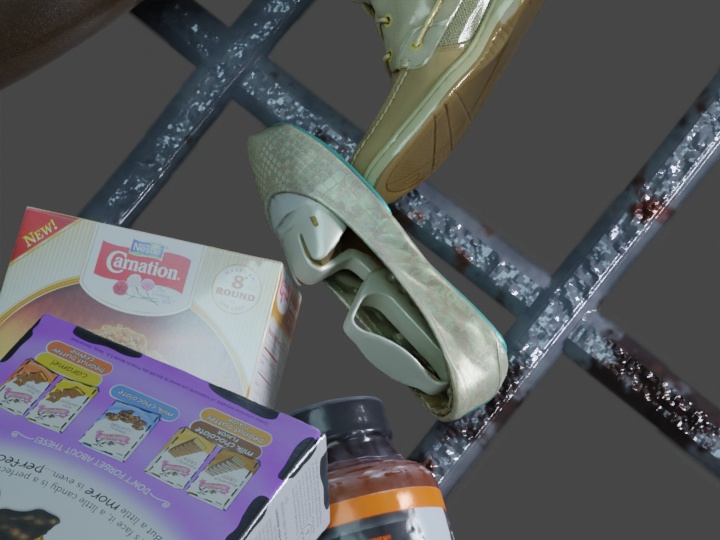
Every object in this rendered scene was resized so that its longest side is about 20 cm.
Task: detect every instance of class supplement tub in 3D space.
[{"bbox_3d":[0.004,0.170,0.854,0.106,0.107,0.202,-16,73,1],"label":"supplement tub"}]

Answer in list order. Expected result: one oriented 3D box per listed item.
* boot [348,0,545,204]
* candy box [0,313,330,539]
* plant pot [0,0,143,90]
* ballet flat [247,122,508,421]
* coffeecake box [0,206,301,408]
[{"bbox_3d":[0.010,-0.151,0.959,0.154,0.073,0.201,30,78,12],"label":"boot"},{"bbox_3d":[-0.135,0.133,0.763,0.166,0.072,0.200,21,49,23],"label":"candy box"},{"bbox_3d":[-0.202,-0.195,0.955,0.200,0.187,0.187,-45,74,8],"label":"plant pot"},{"bbox_3d":[0.000,0.000,0.906,0.200,0.068,0.062,44,51,6],"label":"ballet flat"},{"bbox_3d":[-0.132,0.083,0.910,0.152,0.073,0.202,12,76,10],"label":"coffeecake box"}]
